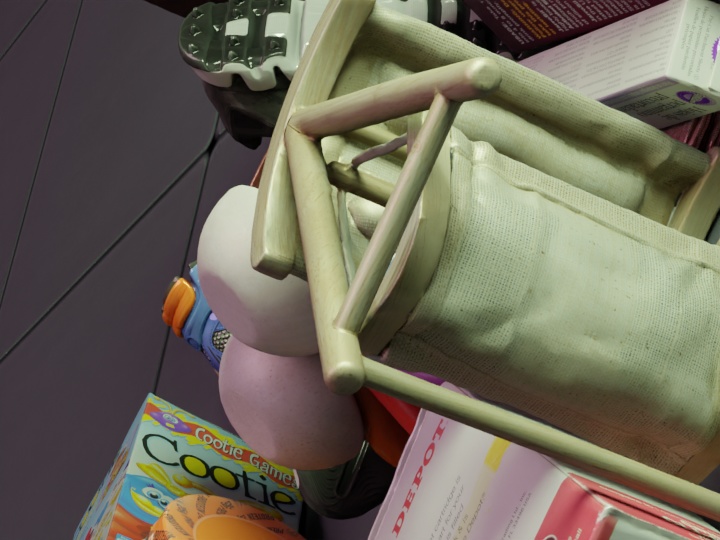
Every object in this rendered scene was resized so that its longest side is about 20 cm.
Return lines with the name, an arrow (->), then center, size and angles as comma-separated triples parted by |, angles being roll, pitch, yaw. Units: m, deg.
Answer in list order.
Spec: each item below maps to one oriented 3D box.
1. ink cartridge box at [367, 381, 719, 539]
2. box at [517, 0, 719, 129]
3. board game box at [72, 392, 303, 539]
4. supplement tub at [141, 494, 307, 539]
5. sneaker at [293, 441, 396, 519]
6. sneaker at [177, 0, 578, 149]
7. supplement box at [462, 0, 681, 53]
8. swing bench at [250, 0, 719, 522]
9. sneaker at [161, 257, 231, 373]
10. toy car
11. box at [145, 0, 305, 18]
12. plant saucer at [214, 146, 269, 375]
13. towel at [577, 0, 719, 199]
ink cartridge box -> 0.069, 0.143, 1.080 | 0.146, 0.083, 0.200 | -67, 19, 6
box -> 0.114, -0.084, 1.210 | 0.200, 0.039, 0.042 | 163, 123, -69
board game box -> -0.100, 0.166, 1.422 | 0.105, 0.103, 0.200 | -61, 8, 20
supplement tub -> -0.093, 0.213, 1.267 | 0.200, 0.122, 0.123 | -61, 20, 19
sneaker -> -0.004, 0.061, 1.419 | 0.115, 0.075, 0.201 | 117, 167, -54
sneaker -> 0.013, -0.098, 1.352 | 0.091, 0.199, 0.067 | 77, -167, -46
supplement box -> 0.116, -0.177, 1.200 | 0.110, 0.086, 0.200 | -51, 16, -18
swing bench -> 0.074, -0.006, 1.052 | 0.130, 0.198, 0.200 | -65, 19, 8
sneaker -> 0.000, 0.000, 1.351 | 0.200, 0.079, 0.075 | -30, -14, -14
toy car -> 0.031, 0.015, 1.218 | 0.150, 0.175, 0.200 | 39, 152, 32
box -> 0.000, -0.194, 1.458 | 0.165, 0.199, 0.166 | -69, 20, -4
plant saucer -> -0.031, -0.023, 1.604 | 0.200, 0.035, 0.201 | -53, 25, 37
towel -> 0.136, -0.103, 1.267 | 0.145, 0.023, 0.200 | -71, 18, -4
